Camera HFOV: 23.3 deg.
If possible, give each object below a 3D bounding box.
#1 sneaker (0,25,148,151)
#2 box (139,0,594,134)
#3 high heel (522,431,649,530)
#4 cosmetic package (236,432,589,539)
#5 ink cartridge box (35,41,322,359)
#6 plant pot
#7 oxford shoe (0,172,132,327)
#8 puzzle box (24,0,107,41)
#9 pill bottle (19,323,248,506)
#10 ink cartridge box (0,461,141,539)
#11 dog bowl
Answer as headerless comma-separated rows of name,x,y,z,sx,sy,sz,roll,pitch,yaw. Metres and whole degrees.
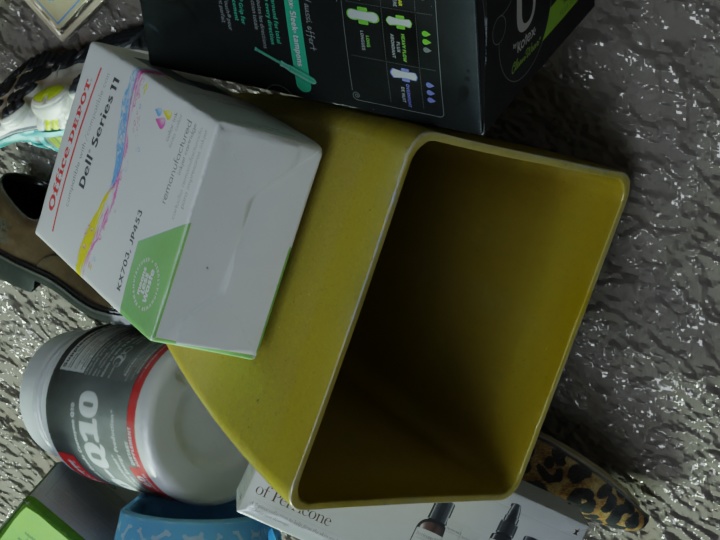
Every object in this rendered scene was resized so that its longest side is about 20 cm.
sneaker,-0.190,-0.095,1.145,0.198,0.078,0.080,-6,130,38
box,0.003,-0.172,0.885,0.198,0.149,0.125,14,130,25
high heel,0.073,0.163,1.114,0.198,0.144,0.071,26,172,0
cosmetic package,0.031,0.144,1.056,0.198,0.051,0.083,24,95,-7
ink cartridge box,-0.110,-0.047,0.930,0.200,0.067,0.118,34,109,53
plant pot,0.000,0.000,0.976,0.176,0.199,0.202,29,105,39
oxford shoe,-0.175,-0.017,1.201,0.198,0.073,0.085,17,121,16
puzzle box,-0.172,-0.237,1.045,0.133,0.025,0.200,47,137,-8
pill bottle,-0.153,0.096,1.221,0.199,0.114,0.115,2,127,53
ink cartridge box,-0.190,0.214,1.305,0.148,0.200,0.076,41,100,-3
dog bowl,-0.109,0.180,1.191,0.110,0.200,0.050,3,91,4
